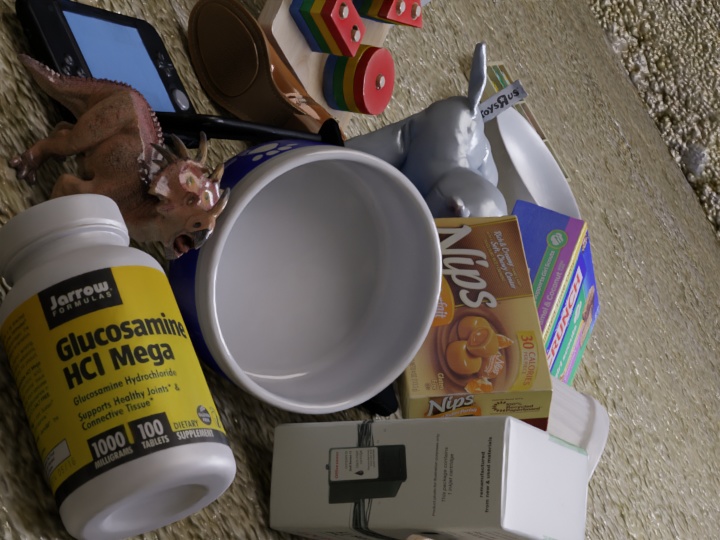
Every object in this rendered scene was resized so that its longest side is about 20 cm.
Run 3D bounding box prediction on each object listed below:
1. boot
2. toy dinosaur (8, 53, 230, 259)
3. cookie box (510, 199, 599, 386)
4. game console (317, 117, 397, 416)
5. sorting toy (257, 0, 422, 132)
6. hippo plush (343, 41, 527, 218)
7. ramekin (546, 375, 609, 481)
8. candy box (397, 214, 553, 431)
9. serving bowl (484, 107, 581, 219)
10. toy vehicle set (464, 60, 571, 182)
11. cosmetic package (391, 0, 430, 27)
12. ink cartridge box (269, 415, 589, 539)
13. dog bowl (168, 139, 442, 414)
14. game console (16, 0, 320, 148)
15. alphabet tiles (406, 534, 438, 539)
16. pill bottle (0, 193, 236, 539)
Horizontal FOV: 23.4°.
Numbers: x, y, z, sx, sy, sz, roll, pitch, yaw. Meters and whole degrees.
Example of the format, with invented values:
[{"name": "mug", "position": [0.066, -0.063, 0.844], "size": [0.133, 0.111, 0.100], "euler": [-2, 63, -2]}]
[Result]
[{"name": "boot", "position": [-0.077, -0.169, 1.647], "size": [0.200, 0.077, 0.155], "euler": [50, 11, 9]}, {"name": "toy dinosaur", "position": [-0.165, -0.081, 1.234], "size": [0.086, 0.135, 0.201], "euler": [7, 55, -64]}, {"name": "cookie box", "position": [0.161, 0.058, 1.640], "size": [0.200, 0.075, 0.172], "euler": [66, 44, -62]}, {"name": "game console", "position": [0.000, 0.000, 1.529], "size": [0.176, 0.116, 0.201], "euler": [34, 33, -48]}, {"name": "sorting toy", "position": [-0.003, -0.260, 1.730], "size": [0.201, 0.069, 0.199], "euler": [-68, 152, -22]}, {"name": "hippo plush", "position": [0.087, -0.061, 1.568], "size": [0.159, 0.200, 0.161], "euler": [38, 26, -47]}, {"name": "ramekin", "position": [0.106, 0.162, 1.458], "size": [0.094, 0.202, 0.203], "euler": [41, 24, -11]}, {"name": "candy box", "position": [0.083, 0.042, 1.410], "size": [0.200, 0.115, 0.055], "euler": [-97, -173, -45]}, {"name": "serving bowl", "position": [0.203, -0.111, 2.212], "size": [0.200, 0.066, 0.200], "euler": [48, 24, -29]}, {"name": "toy vehicle set", "position": [0.221, -0.200, 2.426], "size": [0.201, 0.026, 0.124], "euler": [60, 21, 2]}, {"name": "cosmetic package", "position": [-0.040, -0.372, 1.931], "size": [0.199, 0.123, 0.201], "euler": [4, 59, -65]}, {"name": "ink cartridge box", "position": [0.051, 0.163, 1.299], "size": [0.146, 0.199, 0.083], "euler": [26, 65, -55]}, {"name": "dog bowl", "position": [-0.041, 0.003, 1.312], "size": [0.200, 0.200, 0.079], "euler": [47, -14, -28]}, {"name": "game console", "position": [-0.149, -0.158, 1.379], "size": [0.176, 0.116, 0.200], "euler": [64, 21, 12]}, {"name": "alphabet tiles", "position": [0.042, 0.290, 1.224], "size": [0.195, 0.015, 0.201], "euler": [26, 73, -56]}, {"name": "pill bottle", "position": [-0.161, 0.058, 1.088], "size": [0.112, 0.112, 0.201], "euler": [16, 47, -61]}]
